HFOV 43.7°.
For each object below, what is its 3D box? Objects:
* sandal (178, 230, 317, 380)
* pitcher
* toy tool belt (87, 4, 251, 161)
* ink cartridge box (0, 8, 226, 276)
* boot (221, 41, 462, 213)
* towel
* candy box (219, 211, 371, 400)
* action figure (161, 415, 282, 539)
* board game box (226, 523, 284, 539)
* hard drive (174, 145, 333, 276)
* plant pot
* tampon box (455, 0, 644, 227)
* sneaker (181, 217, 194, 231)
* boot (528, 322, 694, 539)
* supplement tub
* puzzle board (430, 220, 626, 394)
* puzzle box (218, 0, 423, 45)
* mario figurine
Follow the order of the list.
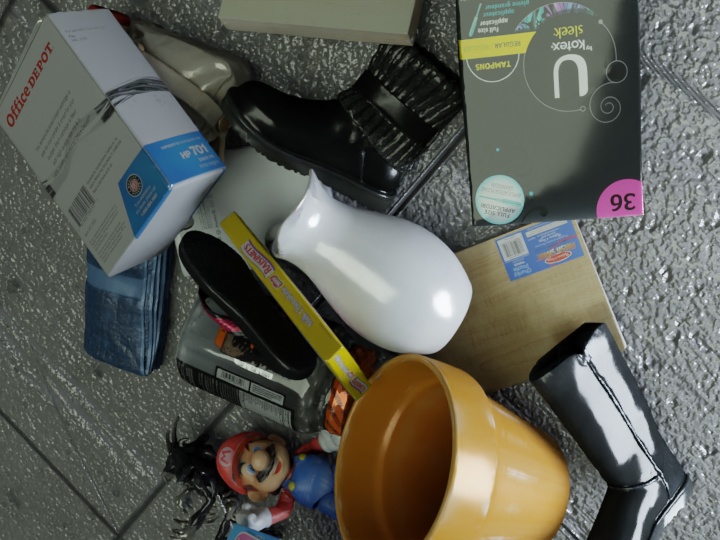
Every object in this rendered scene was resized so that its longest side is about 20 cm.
[{"bbox_3d":[-0.124,0.040,0.908,0.201,0.075,0.045,49,122,15],"label":"sandal"},{"bbox_3d":[0.000,0.000,0.900,0.198,0.171,0.123,32,73,-11],"label":"pitcher"},{"bbox_3d":[-0.215,-0.187,0.940,0.197,0.125,0.125,23,105,14],"label":"toy tool belt"},{"bbox_3d":[-0.243,-0.123,0.862,0.201,0.085,0.146,53,128,8],"label":"ink cartridge box"},{"bbox_3d":[-0.013,-0.168,0.867,0.208,0.080,0.159,25,119,-20],"label":"boot"},{"bbox_3d":[-0.280,0.021,1.070,0.109,0.048,0.204,16,112,17],"label":"towel"},{"bbox_3d":[-0.065,0.033,0.886,0.026,0.102,0.200,-39,59,-3],"label":"candy box"},{"bbox_3d":[-0.186,0.278,1.076,0.101,0.119,0.201,-37,98,9],"label":"action figure"},{"bbox_3d":[-0.033,0.335,0.944,0.197,0.041,0.153,3,147,42],"label":"board game box"},{"bbox_3d":[-0.123,-0.069,0.993,0.196,0.025,0.135,-6,104,23],"label":"hard drive"},{"bbox_3d":[0.100,0.203,0.888,0.180,0.202,0.202,18,120,-29],"label":"plant pot"},{"bbox_3d":[0.166,-0.154,0.788,0.146,0.126,0.205,-4,105,13],"label":"tampon box"},{"bbox_3d":[-0.251,-0.112,0.980,0.197,0.078,0.092,23,125,33],"label":"sneaker"},{"bbox_3d":[0.223,0.175,0.857,0.065,0.164,0.202,-9,117,56],"label":"boot"},{"bbox_3d":[-0.090,0.098,0.978,0.196,0.122,0.125,20,113,13],"label":"supplement tub"},{"bbox_3d":[0.153,0.041,0.925,0.197,0.017,0.153,-21,96,25],"label":"puzzle board"},{"bbox_3d":[-0.030,-0.286,0.853,0.196,0.025,0.136,11,78,18],"label":"puzzle box"},{"bbox_3d":[-0.073,0.234,1.016,0.196,0.124,0.108,14,120,10],"label":"mario figurine"}]
